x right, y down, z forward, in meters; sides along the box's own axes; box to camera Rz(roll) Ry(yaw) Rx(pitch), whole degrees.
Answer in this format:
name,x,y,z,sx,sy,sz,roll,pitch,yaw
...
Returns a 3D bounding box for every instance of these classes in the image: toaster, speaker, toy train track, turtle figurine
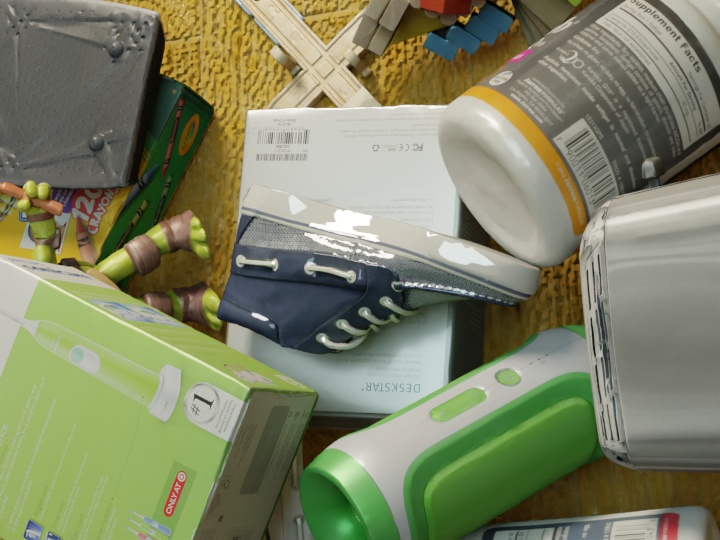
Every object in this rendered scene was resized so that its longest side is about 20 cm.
name,x,y,z,sx,sy,sz,roll,pitch,yaw
toaster,0.198,0.035,0.905,0.128,0.113,0.202,-5,94,28
speaker,0.065,0.103,0.952,0.199,0.089,0.089,-25,65,-29
toy train track,-0.054,-0.172,1.152,0.115,0.033,0.200,-44,67,6
turtle figurine,-0.175,0.028,1.086,0.160,0.064,0.202,-15,94,-21

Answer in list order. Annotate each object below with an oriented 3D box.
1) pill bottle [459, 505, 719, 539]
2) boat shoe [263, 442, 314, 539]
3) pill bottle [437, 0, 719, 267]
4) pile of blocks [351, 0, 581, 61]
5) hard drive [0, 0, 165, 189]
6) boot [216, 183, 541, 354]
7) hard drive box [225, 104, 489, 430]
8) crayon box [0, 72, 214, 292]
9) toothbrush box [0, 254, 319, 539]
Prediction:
name,x,y,z,sx,sy,sz,roll,pitch,yaw
pill bottle,0.111,0.204,0.961,0.198,0.120,0.121,-8,75,19
boat shoe,-0.045,0.165,1.022,0.065,0.074,0.201,-14,113,-10
pill bottle,0.154,-0.100,0.991,0.199,0.117,0.116,-35,67,-16
pile of blocks,0.088,-0.177,1.069,0.199,0.062,0.083,-23,101,13
hard drive,-0.231,-0.121,1.135,0.198,0.042,0.136,7,80,20
boot,0.009,0.014,0.992,0.199,0.073,0.091,16,91,29
hard drive box,0.000,0.000,1.069,0.155,0.077,0.202,1,78,20
crayon box,-0.203,-0.055,1.165,0.118,0.058,0.201,25,87,23
toothbrush box,-0.145,0.096,0.955,0.199,0.086,0.147,23,95,26
